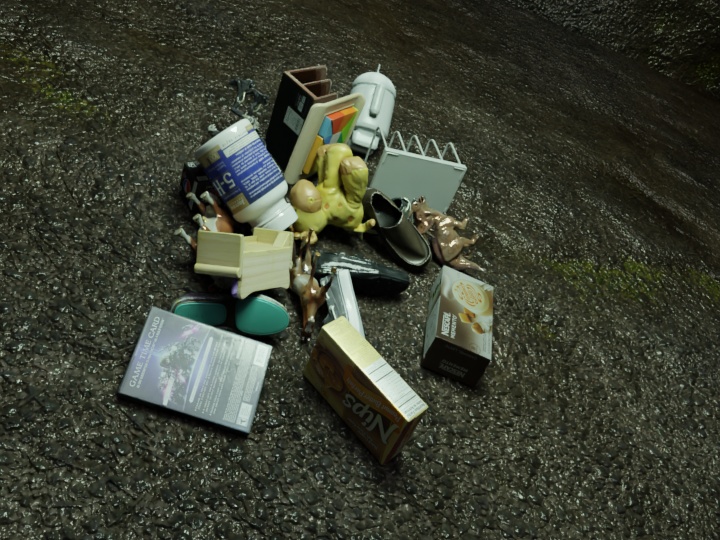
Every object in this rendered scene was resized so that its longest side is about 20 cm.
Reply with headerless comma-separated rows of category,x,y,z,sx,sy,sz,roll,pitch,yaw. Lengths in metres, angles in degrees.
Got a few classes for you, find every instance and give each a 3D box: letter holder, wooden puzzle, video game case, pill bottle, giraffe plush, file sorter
letter holder,-0.112,-0.320,1.510,0.100,0.203,0.141,41,41,20
wooden puzzle,-0.069,-0.275,1.477,0.037,0.188,0.199,36,31,14
video game case,-0.241,0.148,1.045,0.195,0.019,0.146,19,56,-8
pill bottle,-0.202,-0.158,1.280,0.203,0.118,0.120,58,39,-11
giraffe plush,-0.080,-0.133,1.377,0.159,0.206,0.171,-20,17,-24
file sorter,0.112,-0.225,1.580,0.194,0.141,0.126,8,39,-20

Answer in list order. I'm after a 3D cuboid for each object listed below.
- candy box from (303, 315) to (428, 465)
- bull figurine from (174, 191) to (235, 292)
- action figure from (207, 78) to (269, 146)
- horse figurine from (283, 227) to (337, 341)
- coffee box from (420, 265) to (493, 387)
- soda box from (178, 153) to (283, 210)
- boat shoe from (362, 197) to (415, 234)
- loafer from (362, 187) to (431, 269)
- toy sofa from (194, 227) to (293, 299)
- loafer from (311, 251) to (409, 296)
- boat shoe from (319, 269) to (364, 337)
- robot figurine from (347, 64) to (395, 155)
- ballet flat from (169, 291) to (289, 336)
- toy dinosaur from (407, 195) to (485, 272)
candy box,0.003,0.185,1.089,0.055,0.117,0.200,-24,60,-42
bull figurine,-0.263,-0.056,1.229,0.123,0.064,0.202,58,13,-34
action figure,-0.251,-0.291,1.483,0.118,0.100,0.206,20,72,-50
horse figurine,-0.096,0.011,1.238,0.049,0.135,0.201,2,32,-29
coffee box,0.182,0.100,1.307,0.112,0.081,0.202,22,39,-4
soda box,-0.252,-0.175,1.378,0.196,0.072,0.064,-13,51,-38
boat shoe,0.088,-0.121,1.510,0.195,0.068,0.073,-4,47,-34
loafer,0.070,-0.081,1.409,0.200,0.073,0.071,45,-6,-7
toy sofa,-0.187,-0.016,1.154,0.080,0.101,0.199,7,7,19
loafer,0.000,0.000,1.326,0.195,0.069,0.072,8,51,-15
boat shoe,-0.033,0.094,1.213,0.066,0.072,0.205,-15,62,4
robot figurine,0.023,-0.385,1.679,0.110,0.169,0.206,15,78,-16
ballet flat,-0.214,0.065,1.145,0.195,0.073,0.073,5,43,-22
toy dinosaur,0.176,-0.062,1.483,0.133,0.086,0.203,-24,80,-31
